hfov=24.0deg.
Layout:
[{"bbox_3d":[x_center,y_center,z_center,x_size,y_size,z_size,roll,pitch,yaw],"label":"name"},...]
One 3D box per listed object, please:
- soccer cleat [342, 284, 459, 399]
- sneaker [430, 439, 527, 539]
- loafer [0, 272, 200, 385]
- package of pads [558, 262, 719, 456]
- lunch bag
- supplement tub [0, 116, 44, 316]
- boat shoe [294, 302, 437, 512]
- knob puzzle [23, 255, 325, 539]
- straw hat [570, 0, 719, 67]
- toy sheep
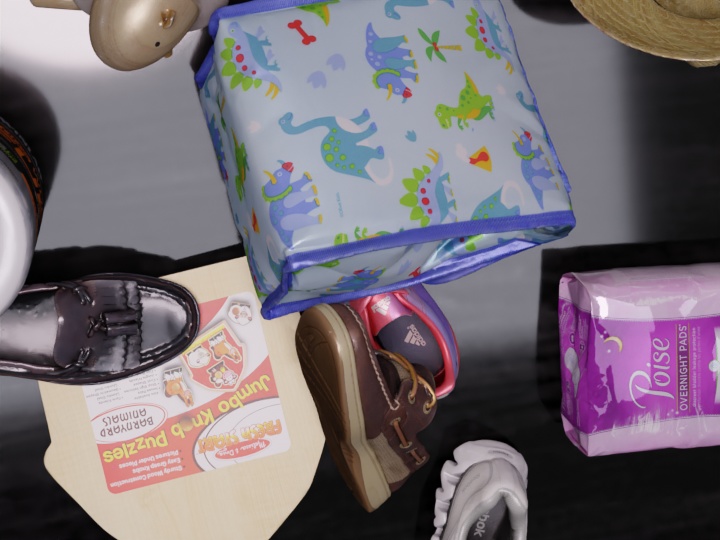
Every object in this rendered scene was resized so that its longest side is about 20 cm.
[{"bbox_3d":[0.000,0.000,1.103,0.067,0.076,0.200,-35,105,1],"label":"soccer cleat"},{"bbox_3d":[0.074,0.220,1.160,0.075,0.081,0.201,7,103,-11],"label":"sneaker"},{"bbox_3d":[-0.202,0.040,1.072,0.199,0.063,0.072,-3,91,-2],"label":"loafer"},{"bbox_3d":[0.236,0.055,1.148,0.199,0.076,0.121,-3,100,-7],"label":"package of pads"},{"bbox_3d":[0.017,-0.080,1.033,0.199,0.127,0.171,-14,77,-15],"label":"lunch bag"},{"bbox_3d":[-0.249,-0.035,0.998,0.122,0.200,0.123,-2,103,-8],"label":"supplement tub"},{"bbox_3d":[0.011,0.077,1.053,0.072,0.072,0.200,-27,142,-10],"label":"boat shoe"},{"bbox_3d":[-0.112,0.102,1.124,0.218,0.030,0.221,0,92,-3],"label":"knob puzzle"},{"bbox_3d":[0.217,-0.183,1.081,0.200,0.202,0.085,-16,145,-4],"label":"straw hat"},{"bbox_3d":[-0.130,-0.215,1.016,0.137,0.138,0.201,6,78,-9],"label":"toy sheep"}]
